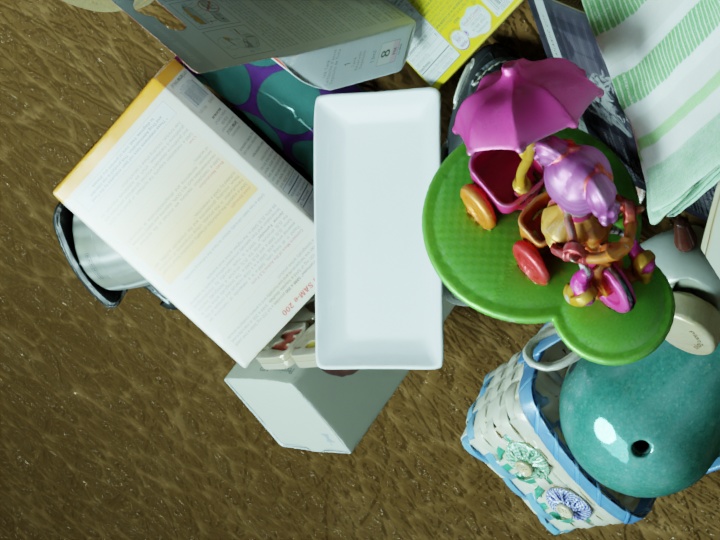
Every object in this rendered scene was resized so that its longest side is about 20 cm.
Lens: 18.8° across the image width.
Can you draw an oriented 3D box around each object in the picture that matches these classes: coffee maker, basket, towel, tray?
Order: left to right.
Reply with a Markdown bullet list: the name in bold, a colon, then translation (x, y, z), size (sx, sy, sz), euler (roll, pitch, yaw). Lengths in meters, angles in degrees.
- **coffee maker**: translation (-0.131, -0.076, 1.800), size (0.199, 0.193, 0.135), euler (-11, 147, 31)
- **tray**: translation (0.017, -0.029, 1.577), size (0.107, 0.202, 0.022), euler (-1, 179, 31)
- **basket**: translation (0.195, 0.117, 1.721), size (0.176, 0.139, 0.200), euler (44, 126, -15)
- **towel**: translation (0.180, -0.146, 1.300), size (0.153, 0.023, 0.202), euler (130, 129, -63)

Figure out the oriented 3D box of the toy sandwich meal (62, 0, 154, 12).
- **toy sandwich meal**: translation (-0.227, -0.285, 1.671), size (0.204, 0.071, 0.206), euler (25, 153, 14)

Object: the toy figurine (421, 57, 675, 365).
- **toy figurine**: translation (0.123, -0.051, 1.381), size (0.200, 0.150, 0.184), euler (50, 169, 21)

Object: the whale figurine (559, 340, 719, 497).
- **whale figurine**: translation (0.233, 0.083, 1.580), size (0.159, 0.104, 0.200), euler (42, 116, -8)

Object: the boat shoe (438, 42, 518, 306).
- **boat shoe**: translation (0.089, -0.067, 1.563), size (0.061, 0.073, 0.201), euler (-110, 20, -52)

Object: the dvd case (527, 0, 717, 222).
- **dvd case**: translation (0.192, -0.103, 1.421), size (0.200, 0.016, 0.149), euler (32, 152, 50)

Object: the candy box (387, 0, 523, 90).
- **candy box**: translation (0.058, -0.201, 1.482), size (0.102, 0.026, 0.200), euler (49, 154, 0)

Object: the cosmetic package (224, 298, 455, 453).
- **cosmetic package**: translation (-0.006, 0.044, 1.770), size (0.103, 0.201, 0.087), euler (-1, 137, 51)

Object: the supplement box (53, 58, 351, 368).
- **supplement box**: translation (-0.114, -0.044, 1.644), size (0.200, 0.126, 0.074), euler (43, -163, -7)

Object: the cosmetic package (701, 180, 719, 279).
- **cosmetic package**: translation (0.274, -0.075, 1.256), size (0.073, 0.103, 0.201), euler (-115, 27, -49)

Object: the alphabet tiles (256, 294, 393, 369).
- **alphabet tiles**: translation (0.000, 0.000, 1.693), size (0.015, 0.200, 0.195), euler (50, 152, -21)

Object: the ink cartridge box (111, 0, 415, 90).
- **ink cartridge box**: translation (-0.086, -0.176, 1.490), size (0.162, 0.199, 0.057), euler (40, 134, 31)

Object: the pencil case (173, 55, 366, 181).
- **pencil case**: translation (-0.046, -0.123, 1.680), size (0.200, 0.085, 0.092), euler (42, 129, -9)

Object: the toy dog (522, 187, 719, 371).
- **toy dog**: translation (0.190, -0.011, 1.530), size (0.199, 0.133, 0.097), euler (-8, 135, 30)
